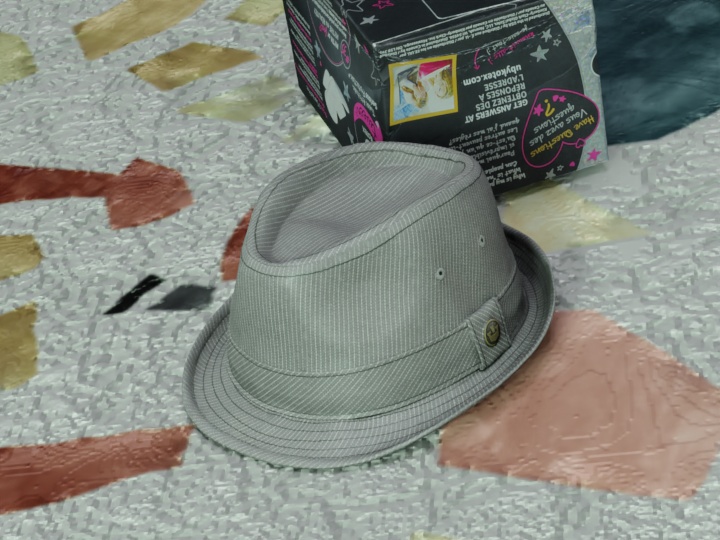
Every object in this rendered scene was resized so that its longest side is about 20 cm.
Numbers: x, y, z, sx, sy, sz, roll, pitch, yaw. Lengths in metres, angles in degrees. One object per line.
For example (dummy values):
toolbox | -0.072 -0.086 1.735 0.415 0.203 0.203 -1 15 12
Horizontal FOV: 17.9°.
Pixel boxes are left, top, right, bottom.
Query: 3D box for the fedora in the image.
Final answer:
fedora | 0.000 0.000 1.109 0.199 0.091 0.176 -33 37 -31

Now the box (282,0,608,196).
box | 0.043 -0.130 1.288 0.131 0.115 0.200 -17 32 -12
